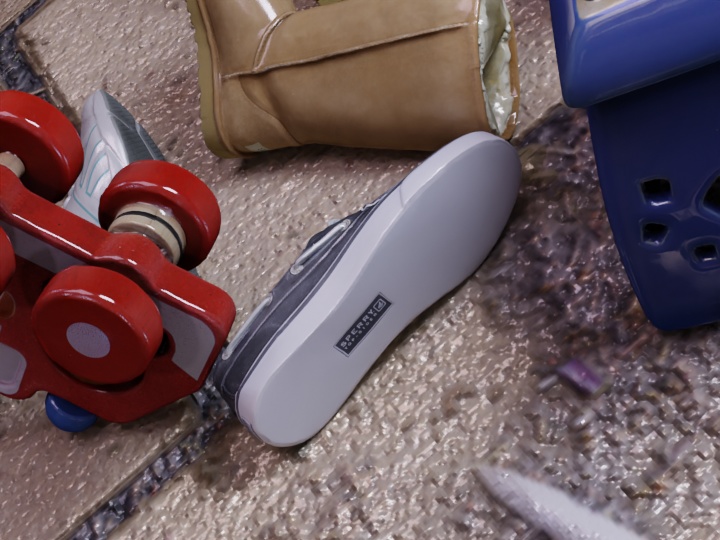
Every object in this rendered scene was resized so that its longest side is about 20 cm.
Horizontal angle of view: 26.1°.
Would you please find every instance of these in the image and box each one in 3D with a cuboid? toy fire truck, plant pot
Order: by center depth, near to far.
[{"bbox_3d":[0.186,-0.120,0.699,0.200,0.180,0.200,-18,46,21],"label":"plant pot"},{"bbox_3d":[-0.173,0.014,0.843,0.168,0.200,0.112,-59,7,46],"label":"toy fire truck"}]

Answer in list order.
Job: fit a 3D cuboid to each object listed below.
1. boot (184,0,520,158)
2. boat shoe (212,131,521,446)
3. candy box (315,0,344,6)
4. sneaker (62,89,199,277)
[{"bbox_3d":[-0.007,-0.152,0.910,0.200,0.066,0.176,-4,96,36],"label":"boot"},{"bbox_3d":[0.000,0.000,0.816,0.200,0.072,0.068,-50,44,-1],"label":"boat shoe"},{"bbox_3d":[0.010,-0.259,1.034,0.115,0.055,0.200,-27,44,16],"label":"candy box"},{"bbox_3d":[-0.159,-0.037,0.957,0.080,0.070,0.200,-32,43,13],"label":"sneaker"}]
